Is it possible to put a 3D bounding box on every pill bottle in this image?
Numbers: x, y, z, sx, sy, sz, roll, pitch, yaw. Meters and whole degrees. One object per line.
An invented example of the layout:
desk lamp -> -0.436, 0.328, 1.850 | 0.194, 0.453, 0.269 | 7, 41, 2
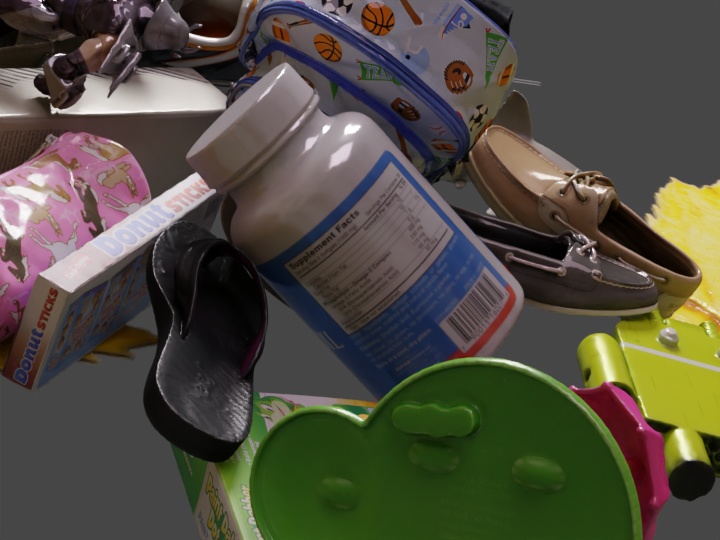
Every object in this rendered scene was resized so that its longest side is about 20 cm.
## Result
pill bottle -> -0.006, -0.021, 1.038 | 0.200, 0.112, 0.112 | 47, 24, -11

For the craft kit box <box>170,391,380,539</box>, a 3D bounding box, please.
craft kit box -> 0.015, 0.142, 0.927 | 0.196, 0.049, 0.201 | 10, 28, -25

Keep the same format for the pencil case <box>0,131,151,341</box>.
pencil case -> -0.199, -0.016, 1.022 | 0.086, 0.083, 0.200 | 27, 28, 12

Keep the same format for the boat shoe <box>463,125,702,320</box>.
boat shoe -> 0.163, -0.044, 1.287 | 0.200, 0.065, 0.071 | 40, 41, 1

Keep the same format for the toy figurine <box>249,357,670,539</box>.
toy figurine -> 0.073, 0.109, 0.885 | 0.198, 0.152, 0.184 | 5, 5, 27

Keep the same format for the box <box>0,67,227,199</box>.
box -> -0.182, -0.085, 1.164 | 0.199, 0.083, 0.068 | -5, 35, -43

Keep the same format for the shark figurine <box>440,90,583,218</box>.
shark figurine -> 0.097, -0.097, 1.377 | 0.213, 0.090, 0.128 | 3, 30, -34

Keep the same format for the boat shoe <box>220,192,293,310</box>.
boat shoe -> 0.001, 0.000, 1.154 | 0.199, 0.072, 0.068 | 30, 22, 4

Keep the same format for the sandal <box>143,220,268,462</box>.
sandal -> -0.076, 0.027, 0.962 | 0.075, 0.048, 0.201 | 28, 25, -21

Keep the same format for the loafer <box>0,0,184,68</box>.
loafer -> -0.208, -0.169, 1.194 | 0.199, 0.070, 0.075 | -30, 46, -1

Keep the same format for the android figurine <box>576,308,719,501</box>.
android figurine -> 0.230, 0.087, 1.181 | 0.180, 0.041, 0.201 | 16, 29, -9

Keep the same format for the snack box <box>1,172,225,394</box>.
snack box -> -0.140, 0.002, 1.040 | 0.024, 0.072, 0.200 | 31, 28, 9

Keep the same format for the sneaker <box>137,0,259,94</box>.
sneaker -> -0.155, -0.170, 1.267 | 0.198, 0.080, 0.079 | -3, 48, 10

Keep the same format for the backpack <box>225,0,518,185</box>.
backpack -> 0.007, -0.133, 1.136 | 0.199, 0.155, 0.191 | 29, -18, -6

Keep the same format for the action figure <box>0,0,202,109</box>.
action figure -> -0.191, -0.168, 1.117 | 0.198, 0.070, 0.131 | 16, 49, 12

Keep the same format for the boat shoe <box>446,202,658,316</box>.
boat shoe -> 0.114, -0.011, 1.225 | 0.198, 0.058, 0.067 | 9, 18, -2
